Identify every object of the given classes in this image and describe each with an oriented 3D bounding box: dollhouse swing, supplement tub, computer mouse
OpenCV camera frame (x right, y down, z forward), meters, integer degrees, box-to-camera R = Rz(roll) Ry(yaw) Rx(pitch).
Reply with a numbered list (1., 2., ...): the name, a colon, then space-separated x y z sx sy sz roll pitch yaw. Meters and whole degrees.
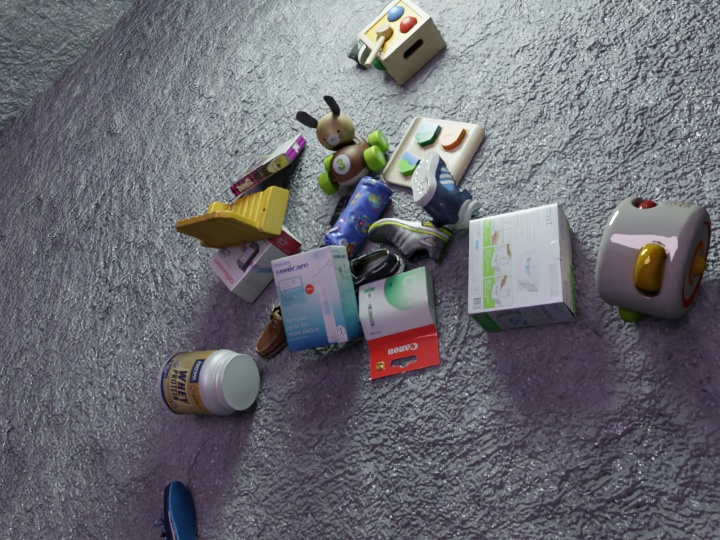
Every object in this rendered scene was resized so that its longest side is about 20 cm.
1. dollhouse swing: -0.311 -0.148 1.500 0.199 0.176 0.183 -10 58 31
2. supplement tub: -0.342 0.253 1.426 0.199 0.144 0.145 -7 61 31
3. computer mouse: -0.061 -0.086 1.502 0.201 0.034 0.059 -66 22 -5

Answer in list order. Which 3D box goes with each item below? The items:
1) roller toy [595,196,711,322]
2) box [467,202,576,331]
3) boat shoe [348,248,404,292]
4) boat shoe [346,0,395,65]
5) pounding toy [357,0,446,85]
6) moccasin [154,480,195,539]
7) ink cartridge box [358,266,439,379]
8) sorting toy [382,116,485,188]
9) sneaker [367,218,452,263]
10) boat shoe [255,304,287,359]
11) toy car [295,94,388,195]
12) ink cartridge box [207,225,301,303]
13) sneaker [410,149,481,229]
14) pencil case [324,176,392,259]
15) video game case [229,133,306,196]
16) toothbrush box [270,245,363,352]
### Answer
1. roller toy: 0.470 -0.022 1.000 0.139 0.200 0.183 15 68 38
2. box: 0.296 -0.005 1.169 0.176 0.097 0.201 -11 59 28
3. boat shoe: 0.000 0.000 1.381 0.199 0.060 0.076 -23 47 30
4. boat shoe: 0.037 -0.656 1.727 0.068 0.072 0.200 33 88 37
5. pounding toy: 0.085 -0.579 1.605 0.200 0.142 0.184 -40 49 8
6. moccasin: -0.398 0.551 1.341 0.068 0.080 0.201 -34 50 19
7. ink cartridge box: 0.075 0.106 1.291 0.160 0.050 0.201 -17 54 26
8. sorting toy: 0.162 -0.270 1.449 0.199 0.036 0.186 22 79 40
9. sneaker: 0.095 -0.062 1.357 0.199 0.074 0.081 5 71 38
10. boat shoe: -0.181 0.112 1.446 0.200 0.068 0.072 -50 49 1
11. toy car: -0.056 -0.312 1.495 0.164 0.200 0.158 -24 31 25
12. ink cartridge box: -0.265 -0.042 1.579 0.200 0.086 0.148 -48 49 0
13. sneaker: 0.186 -0.161 1.332 0.081 0.146 0.200 -49 18 32
14. pencil case: -0.009 -0.122 1.450 0.201 0.087 0.078 -57 33 -8
15. video game case: -0.240 -0.280 1.662 0.181 0.036 0.200 -28 19 18
16. toothbrush box: -0.091 0.060 1.343 0.146 0.085 0.201 -12 86 22
